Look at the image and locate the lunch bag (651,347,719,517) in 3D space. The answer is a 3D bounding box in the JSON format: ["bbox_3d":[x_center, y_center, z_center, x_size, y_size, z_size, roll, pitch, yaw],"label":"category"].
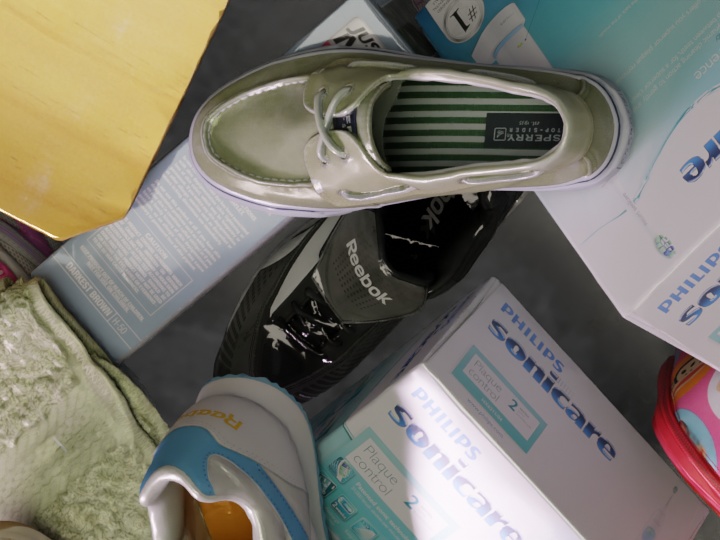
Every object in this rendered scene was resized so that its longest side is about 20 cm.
[{"bbox_3d":[0.216,0.105,1.146,0.082,0.176,0.200,-43,93,13],"label":"lunch bag"}]

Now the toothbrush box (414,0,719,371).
[{"bbox_3d":[0.135,-0.082,1.104,0.146,0.085,0.200,-46,48,16],"label":"toothbrush box"}]

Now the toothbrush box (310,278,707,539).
[{"bbox_3d":[0.032,0.122,1.186,0.146,0.085,0.200,48,127,-4],"label":"toothbrush box"}]

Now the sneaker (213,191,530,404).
[{"bbox_3d":[0.000,0.000,1.199,0.200,0.091,0.066,-42,93,16],"label":"sneaker"}]

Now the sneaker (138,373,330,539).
[{"bbox_3d":[-0.042,0.149,1.127,0.076,0.081,0.201,-9,112,31],"label":"sneaker"}]

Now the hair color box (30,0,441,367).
[{"bbox_3d":[-0.048,-0.047,1.191,0.200,0.099,0.061,-39,93,15],"label":"hair color box"}]

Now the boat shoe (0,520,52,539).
[{"bbox_3d":[-0.105,0.192,1.160,0.200,0.069,0.074,36,113,-23],"label":"boat shoe"}]

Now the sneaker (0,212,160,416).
[{"bbox_3d":[-0.152,0.029,1.227,0.081,0.088,0.200,-34,97,22],"label":"sneaker"}]

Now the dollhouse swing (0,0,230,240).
[{"bbox_3d":[-0.162,-0.140,1.174,0.175,0.182,0.201,21,107,-17],"label":"dollhouse swing"}]

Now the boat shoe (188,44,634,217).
[{"bbox_3d":[0.011,-0.061,1.071,0.199,0.062,0.072,-3,85,27],"label":"boat shoe"}]

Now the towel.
[{"bbox_3d":[-0.173,0.108,1.188,0.200,0.036,0.148,-40,94,20],"label":"towel"}]
